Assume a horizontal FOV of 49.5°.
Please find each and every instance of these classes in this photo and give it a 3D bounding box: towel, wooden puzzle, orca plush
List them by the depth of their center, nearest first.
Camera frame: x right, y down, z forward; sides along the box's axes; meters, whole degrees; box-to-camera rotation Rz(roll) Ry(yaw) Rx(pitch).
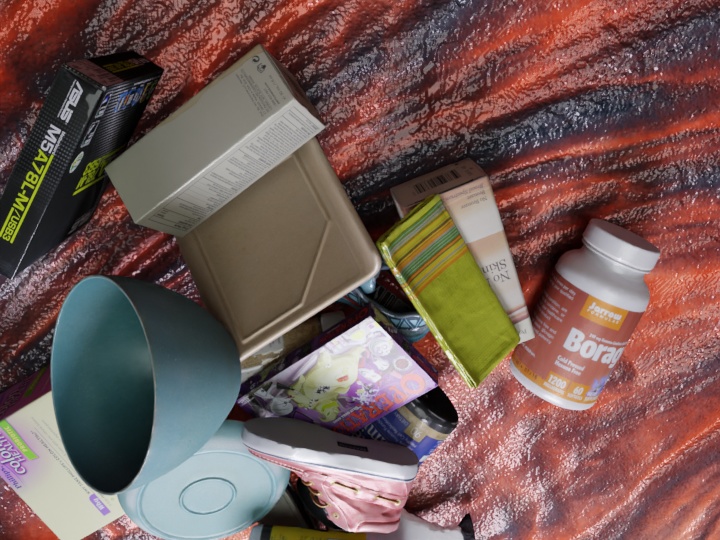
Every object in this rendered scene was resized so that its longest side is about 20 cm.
[{"bbox_3d":[0.098,0.024,0.814,0.086,0.018,0.201,-40,112,-17],"label":"towel"},{"bbox_3d":[-0.092,-0.025,0.827,0.199,0.186,0.037,-34,156,12],"label":"wooden puzzle"},{"bbox_3d":[0.049,0.341,1.038,0.198,0.071,0.106,-5,68,-8],"label":"orca plush"}]

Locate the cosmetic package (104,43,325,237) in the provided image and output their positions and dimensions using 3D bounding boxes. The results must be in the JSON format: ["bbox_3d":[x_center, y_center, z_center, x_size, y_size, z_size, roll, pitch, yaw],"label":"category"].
[{"bbox_3d":[-0.143,-0.125,0.790,0.199,0.103,0.073,-35,77,8],"label":"cosmetic package"}]

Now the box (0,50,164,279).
[{"bbox_3d":[-0.269,-0.109,0.741,0.047,0.200,0.194,28,106,-8],"label":"box"}]

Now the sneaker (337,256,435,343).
[{"bbox_3d":[0.000,0.000,0.845,0.199,0.096,0.080,29,69,-1],"label":"sneaker"}]

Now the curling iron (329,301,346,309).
[{"bbox_3d":[-0.094,0.000,0.894,0.198,0.026,0.050,16,106,-11],"label":"curling iron"}]

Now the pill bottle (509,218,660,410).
[{"bbox_3d":[0.260,0.049,0.899,0.111,0.112,0.202,17,109,-12],"label":"pill bottle"}]

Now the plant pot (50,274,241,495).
[{"bbox_3d":[-0.197,0.104,0.768,0.134,0.200,0.202,-1,118,-46],"label":"plant pot"}]

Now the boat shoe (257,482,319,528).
[{"bbox_3d":[-0.091,0.339,1.011,0.074,0.062,0.201,-24,109,7],"label":"boat shoe"}]

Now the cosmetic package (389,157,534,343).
[{"bbox_3d":[0.115,-0.009,0.876,0.102,0.087,0.202,-22,112,1],"label":"cosmetic package"}]

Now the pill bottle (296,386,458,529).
[{"bbox_3d":[0.016,0.213,0.943,0.111,0.112,0.200,36,104,-17],"label":"pill bottle"}]

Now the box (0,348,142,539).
[{"bbox_3d":[-0.306,0.188,0.913,0.199,0.097,0.177,-31,111,6],"label":"box"}]

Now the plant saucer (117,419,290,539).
[{"bbox_3d":[-0.175,0.250,0.892,0.198,0.028,0.202,-9,129,-12],"label":"plant saucer"}]

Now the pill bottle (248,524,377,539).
[{"bbox_3d":[-0.037,0.368,0.927,0.197,0.114,0.116,6,111,-2],"label":"pill bottle"}]

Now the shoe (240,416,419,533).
[{"bbox_3d":[-0.040,0.226,0.853,0.198,0.072,0.092,14,102,-7],"label":"shoe"}]

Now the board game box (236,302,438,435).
[{"bbox_3d":[-0.028,0.127,0.860,0.199,0.032,0.120,-34,120,24],"label":"board game box"}]

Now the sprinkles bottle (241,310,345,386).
[{"bbox_3d":[-0.109,0.100,0.911,0.198,0.068,0.069,-12,112,0],"label":"sprinkles bottle"}]
